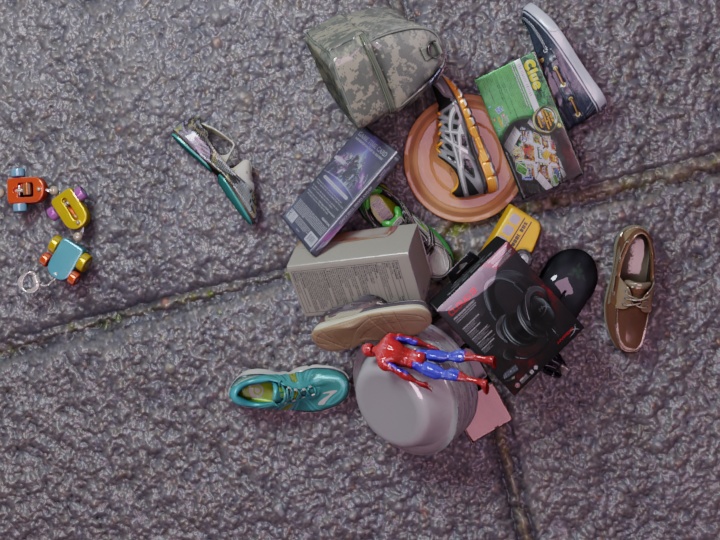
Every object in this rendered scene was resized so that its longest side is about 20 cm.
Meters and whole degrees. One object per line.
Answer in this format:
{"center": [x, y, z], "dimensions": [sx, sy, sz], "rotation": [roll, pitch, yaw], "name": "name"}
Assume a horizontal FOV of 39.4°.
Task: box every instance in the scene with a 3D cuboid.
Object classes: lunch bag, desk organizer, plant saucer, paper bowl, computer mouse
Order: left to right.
{"center": [0.027, -0.320, 1.511], "dimensions": [0.166, 0.200, 0.140], "rotation": [-28, 117, -2], "name": "lunch bag"}
{"center": [0.072, 0.186, 1.534], "dimensions": [0.199, 0.104, 0.203], "rotation": [19, 122, 33], "name": "paper bowl"}
{"center": [0.159, 0.164, 1.593], "dimensions": [0.076, 0.072, 0.202], "rotation": [-29, 91, 2], "name": "desk organizer"}
{"center": [0.166, -0.178, 1.596], "dimensions": [0.197, 0.032, 0.204], "rotation": [0, 93, 4], "name": "plant saucer"}
{"center": [0.309, 0.059, 1.588], "dimensions": [0.137, 0.053, 0.202], "rotation": [30, 94, 2], "name": "computer mouse"}

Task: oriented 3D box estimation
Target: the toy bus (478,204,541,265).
{"center": [0.215, 0.003, 1.581], "dimensions": [0.078, 0.065, 0.202], "rotation": [31, 94, 9], "name": "toy bus"}

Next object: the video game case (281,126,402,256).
{"center": [-0.032, -0.128, 1.561], "dimensions": [0.200, 0.143, 0.019], "rotation": [-48, 123, 4], "name": "video game case"}

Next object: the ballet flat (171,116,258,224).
{"center": [-0.214, -0.167, 1.602], "dimensions": [0.072, 0.072, 0.201], "rotation": [-41, 91, 4], "name": "ballet flat"}

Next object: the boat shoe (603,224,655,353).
{"center": [0.423, 0.030, 1.570], "dimensions": [0.074, 0.072, 0.203], "rotation": [0, 93, 3], "name": "boat shoe"}

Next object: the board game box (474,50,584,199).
{"center": [0.260, -0.222, 1.548], "dimensions": [0.104, 0.023, 0.203], "rotation": [-21, 92, 23], "name": "board game box"}

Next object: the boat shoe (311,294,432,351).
{"center": [0.016, 0.068, 1.492], "dimensions": [0.198, 0.065, 0.072], "rotation": [-17, 134, 31], "name": "boat shoe"}

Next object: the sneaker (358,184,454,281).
{"center": [0.066, -0.057, 1.580], "dimensions": [0.200, 0.085, 0.078], "rotation": [42, 94, 0], "name": "sneaker"}

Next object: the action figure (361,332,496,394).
{"center": [0.093, 0.131, 1.436], "dimensions": [0.197, 0.052, 0.066], "rotation": [12, 68, 20], "name": "action figure"}

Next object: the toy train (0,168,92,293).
{"center": [-0.505, -0.068, 1.631], "dimensions": [0.148, 0.056, 0.203], "rotation": [-8, 89, 5], "name": "toy train"}

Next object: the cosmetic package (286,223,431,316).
{"center": [0.000, 0.000, 1.545], "dimensions": [0.197, 0.088, 0.104], "rotation": [-5, 124, 19], "name": "cosmetic package"}

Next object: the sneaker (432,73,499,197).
{"center": [0.147, -0.205, 1.544], "dimensions": [0.076, 0.078, 0.203], "rotation": [-21, 90, 13], "name": "sneaker"}

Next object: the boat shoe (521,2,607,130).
{"center": [0.292, -0.312, 1.563], "dimensions": [0.090, 0.071, 0.201], "rotation": [-36, 90, 6], "name": "boat shoe"}

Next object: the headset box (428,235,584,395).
{"center": [0.211, 0.059, 1.507], "dimensions": [0.149, 0.077, 0.200], "rotation": [-43, 100, 1], "name": "headset box"}

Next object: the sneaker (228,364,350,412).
{"center": [-0.113, 0.196, 1.605], "dimensions": [0.197, 0.080, 0.079], "rotation": [-5, 92, 3], "name": "sneaker"}
